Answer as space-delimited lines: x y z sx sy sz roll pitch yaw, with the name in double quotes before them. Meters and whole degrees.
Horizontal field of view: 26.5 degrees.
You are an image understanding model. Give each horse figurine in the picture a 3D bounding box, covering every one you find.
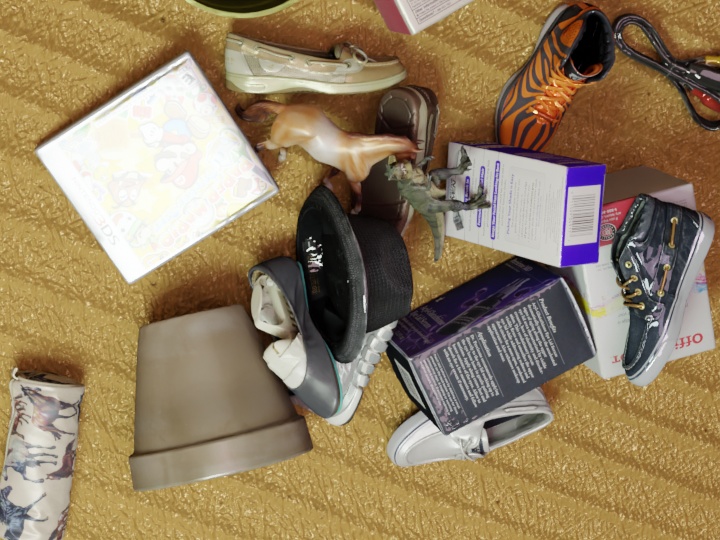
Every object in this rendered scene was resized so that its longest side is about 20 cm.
"horse figurine" -0.045 -0.134 1.654 0.199 0.133 0.050 28 53 -5

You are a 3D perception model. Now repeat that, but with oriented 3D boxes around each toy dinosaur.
"toy dinosaur" 0.088 -0.083 1.662 0.088 0.048 0.200 -24 144 7

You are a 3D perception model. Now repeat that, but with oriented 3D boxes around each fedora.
"fedora" 0.000 0.000 1.650 0.091 0.200 0.202 -7 103 -20

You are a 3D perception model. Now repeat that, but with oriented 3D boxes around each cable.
"cable" 0.376 -0.233 1.791 0.199 0.050 0.097 22 113 -5

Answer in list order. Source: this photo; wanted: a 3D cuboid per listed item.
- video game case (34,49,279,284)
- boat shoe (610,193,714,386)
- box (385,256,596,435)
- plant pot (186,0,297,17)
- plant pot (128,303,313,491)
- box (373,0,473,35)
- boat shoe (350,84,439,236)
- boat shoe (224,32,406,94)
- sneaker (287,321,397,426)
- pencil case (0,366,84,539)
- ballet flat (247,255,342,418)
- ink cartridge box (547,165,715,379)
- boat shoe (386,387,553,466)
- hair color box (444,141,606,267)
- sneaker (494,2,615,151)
"video game case" -0.219 -0.109 1.652 0.200 0.023 0.182 -32 107 6
"boat shoe" 0.304 0.019 1.651 0.091 0.071 0.201 20 91 -15
"box" 0.141 0.081 1.732 0.199 0.148 0.105 -28 106 -8
"plant pot" -0.136 -0.362 1.549 0.199 0.193 0.201 -3 103 -13
"plant pot" -0.168 0.133 1.662 0.199 0.200 0.174 -13 87 -11
"box" 0.051 -0.370 1.636 0.128 0.109 0.201 -30 106 -6
"boat shoe" 0.047 -0.110 1.708 0.075 0.075 0.203 29 120 23
"boat shoe" -0.048 -0.228 1.663 0.200 0.073 0.063 -1 106 -6
"sneaker" -0.032 0.071 1.728 0.115 0.075 0.201 21 97 -14
"pencil case" -0.357 0.203 1.673 0.089 0.078 0.201 4 101 -29
"ballet flat" -0.079 0.071 1.641 0.073 0.073 0.201 -13 60 -11
"ink cartridge box" 0.302 0.000 1.754 0.145 0.145 0.201 -13 104 -10
"boat shoe" 0.129 0.186 1.782 0.199 0.065 0.074 -25 133 -7
"hair color box" 0.177 -0.076 1.677 0.065 0.200 0.110 -6 105 -36
"sneaker" 0.217 -0.206 1.708 0.077 0.112 0.201 20 97 -16
